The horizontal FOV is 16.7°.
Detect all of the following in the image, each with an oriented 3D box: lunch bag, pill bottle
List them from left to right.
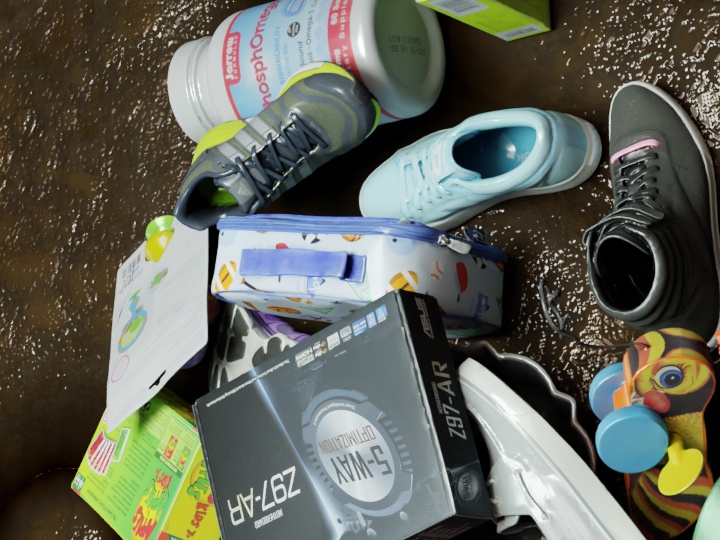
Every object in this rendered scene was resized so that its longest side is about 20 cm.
[{"bbox_3d":[-0.044,-0.152,1.843,0.199,0.108,0.110,-11,74,34],"label":"pill bottle"},{"bbox_3d":[0.000,0.000,1.746,0.199,0.160,0.076,2,81,37],"label":"lunch bag"}]

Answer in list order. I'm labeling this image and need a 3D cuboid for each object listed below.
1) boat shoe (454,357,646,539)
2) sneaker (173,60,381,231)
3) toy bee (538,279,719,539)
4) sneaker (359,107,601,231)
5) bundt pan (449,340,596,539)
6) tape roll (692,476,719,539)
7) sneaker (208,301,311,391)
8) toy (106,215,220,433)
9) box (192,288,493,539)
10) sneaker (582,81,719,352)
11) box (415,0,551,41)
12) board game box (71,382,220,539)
[{"bbox_3d":[0.115,0.146,1.599,0.071,0.070,0.201,-40,70,-2],"label":"boat shoe"},{"bbox_3d":[-0.061,-0.082,1.777,0.200,0.074,0.081,-32,21,43],"label":"sneaker"},{"bbox_3d":[0.199,0.087,1.582,0.108,0.200,0.132,-17,52,11],"label":"toy bee"},{"bbox_3d":[0.069,-0.079,1.760,0.199,0.082,0.075,-19,68,32],"label":"sneaker"},{"bbox_3d":[0.073,0.154,1.690,0.200,0.076,0.204,-5,74,17],"label":"bundt pan"},{"bbox_3d":[0.305,0.193,1.550,0.199,0.048,0.202,-8,75,34],"label":"tape roll"},{"bbox_3d":[-0.054,0.075,1.810,0.200,0.083,0.081,30,109,61],"label":"sneaker"},{"bbox_3d":[-0.141,0.033,1.873,0.115,0.047,0.201,-43,32,25],"label":"toy"},{"bbox_3d":[-0.016,0.126,1.647,0.199,0.043,0.161,-29,64,34],"label":"box"},{"bbox_3d":[0.190,-0.045,1.653,0.070,0.099,0.202,-24,66,32],"label":"sneaker"},{"bbox_3d":[0.085,-0.278,1.766,0.047,0.122,0.202,-12,73,35],"label":"box"},{"bbox_3d":[-0.150,0.151,1.838,0.102,0.047,0.200,-66,25,2],"label":"board game box"}]
